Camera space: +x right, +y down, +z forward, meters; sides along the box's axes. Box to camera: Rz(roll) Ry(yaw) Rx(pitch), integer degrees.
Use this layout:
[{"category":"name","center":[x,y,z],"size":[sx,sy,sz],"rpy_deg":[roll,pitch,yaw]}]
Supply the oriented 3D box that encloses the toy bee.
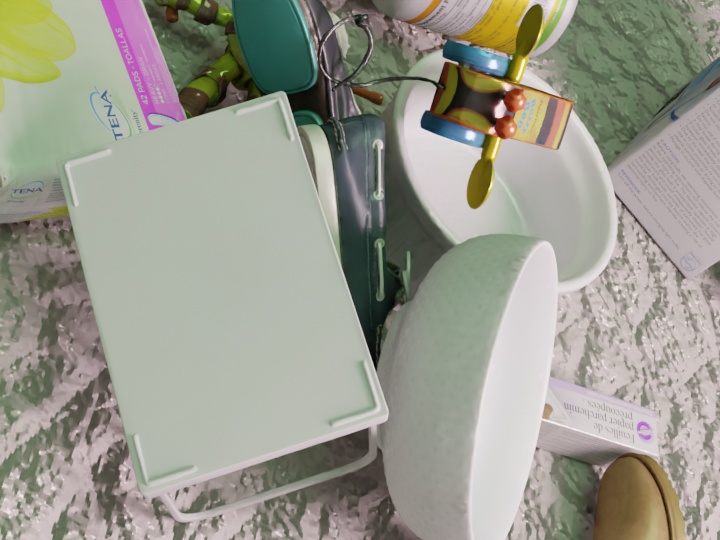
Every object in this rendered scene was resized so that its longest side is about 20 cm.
[{"category":"toy bee","center":[0.081,-0.102,0.904],"size":[0.198,0.133,0.108],"rpy_deg":[-16,30,-34]}]

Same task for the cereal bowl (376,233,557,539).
[{"category":"cereal bowl","center":[0.060,0.072,0.853],"size":[0.082,0.202,0.201],"rpy_deg":[11,46,17]}]

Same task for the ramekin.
[{"category":"ramekin","center":[0.084,-0.054,1.020],"size":[0.198,0.098,0.203],"rpy_deg":[18,53,-26]}]

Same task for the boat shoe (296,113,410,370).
[{"category":"boat shoe","center":[0.000,0.000,0.891],"size":[0.061,0.075,0.203],"rpy_deg":[-12,102,-15]}]

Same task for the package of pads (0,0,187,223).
[{"category":"package of pads","center":[-0.205,-0.132,0.877],"size":[0.153,0.068,0.202],"rpy_deg":[-10,69,-40]}]

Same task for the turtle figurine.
[{"category":"turtle figurine","center":[-0.069,-0.143,0.983],"size":[0.199,0.064,0.163],"rpy_deg":[34,51,-20]}]

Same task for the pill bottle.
[{"category":"pill bottle","center":[0.073,-0.251,1.121],"size":[0.198,0.111,0.113],"rpy_deg":[11,57,-30]}]

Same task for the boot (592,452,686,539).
[{"category":"boot","center":[0.130,0.197,0.923],"size":[0.197,0.066,0.178],"rpy_deg":[12,57,-29]}]

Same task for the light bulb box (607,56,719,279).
[{"category":"light bulb box","center":[0.347,-0.127,1.185],"size":[0.125,0.200,0.198],"rpy_deg":[48,46,-1]}]

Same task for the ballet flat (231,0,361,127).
[{"category":"ballet flat","center":[-0.032,-0.123,0.923],"size":[0.073,0.072,0.203],"rpy_deg":[-39,119,-44]}]

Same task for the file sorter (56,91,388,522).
[{"category":"file sorter","center":[-0.079,0.028,0.810],"size":[0.137,0.125,0.203],"rpy_deg":[-17,70,-6]}]

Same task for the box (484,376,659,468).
[{"category":"box","center":[0.129,0.101,0.997],"size":[0.198,0.041,0.039],"rpy_deg":[18,54,-25]}]
